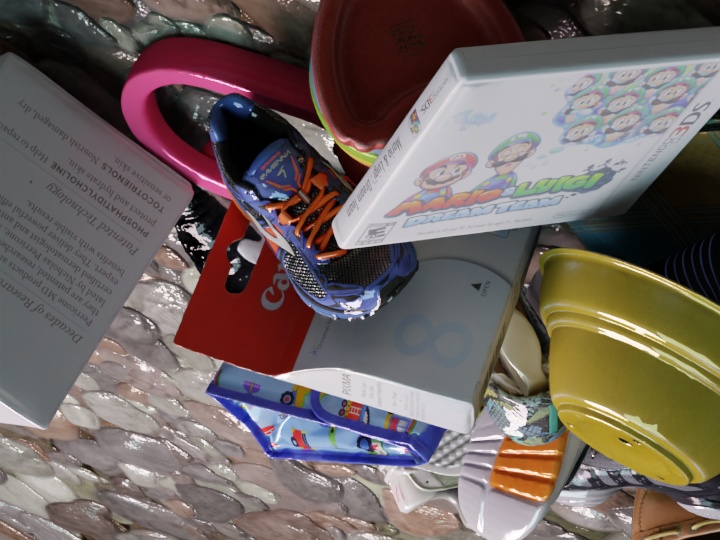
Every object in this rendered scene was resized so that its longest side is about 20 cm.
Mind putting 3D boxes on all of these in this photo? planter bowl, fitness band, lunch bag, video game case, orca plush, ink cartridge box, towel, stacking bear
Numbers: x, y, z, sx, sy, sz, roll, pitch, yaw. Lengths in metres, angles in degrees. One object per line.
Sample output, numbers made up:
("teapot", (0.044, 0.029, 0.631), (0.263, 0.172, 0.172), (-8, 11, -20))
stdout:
("planter bowl", (0.177, 0.073, 1.396), (0.200, 0.084, 0.200), (29, 168, 7))
("fitness band", (-0.065, -0.091, 1.539), (0.199, 0.038, 0.144), (18, 153, 11))
("lunch bag", (0.017, 0.058, 1.596), (0.199, 0.151, 0.094), (6, 149, 42))
("video game case", (0.104, -0.073, 1.284), (0.199, 0.024, 0.182), (-7, 155, -27))
("orca plush", (-0.093, -0.002, 1.684), (0.105, 0.071, 0.200), (10, 150, 26))
("ink cartridge box", (0.000, 0.000, 1.448), (0.199, 0.161, 0.047), (16, 151, 8))
("towel", (0.204, -0.047, 1.415), (0.199, 0.022, 0.147), (-2, 144, 39))
("stacking bear", (0.023, -0.103, 1.366), (0.121, 0.114, 0.200), (-18, 165, -8))

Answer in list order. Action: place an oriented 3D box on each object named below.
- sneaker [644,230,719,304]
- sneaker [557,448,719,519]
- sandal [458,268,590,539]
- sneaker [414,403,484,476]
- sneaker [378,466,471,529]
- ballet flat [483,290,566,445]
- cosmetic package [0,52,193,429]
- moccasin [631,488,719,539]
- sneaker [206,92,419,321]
("sneaker", (0.225, 0.009, 1.410), (0.070, 0.078, 0.200), (34, 168, -23))
("sneaker", (0.187, 0.112, 1.579), (0.199, 0.076, 0.114), (8, 152, 11))
("sandal", (0.131, 0.089, 1.542), (0.059, 0.208, 0.079), (5, -161, -46))
("sneaker", (0.012, 0.106, 1.733), (0.199, 0.079, 0.079), (21, -175, 19))
("sneaker", (0.038, 0.135, 1.795), (0.199, 0.100, 0.078), (30, 154, -11))
("ballet flat", (0.082, 0.020, 1.501), (0.200, 0.074, 0.074), (56, 165, 24))
("cosmetic package", (-0.256, -0.018, 1.611), (0.166, 0.201, 0.167), (37, 164, -20))
("moccasin", (0.298, 0.193, 1.695), (0.200, 0.078, 0.074), (2, 151, 15))
("sneaker", (-0.039, -0.040, 1.413), (0.200, 0.075, 0.078), (42, 173, 40))
